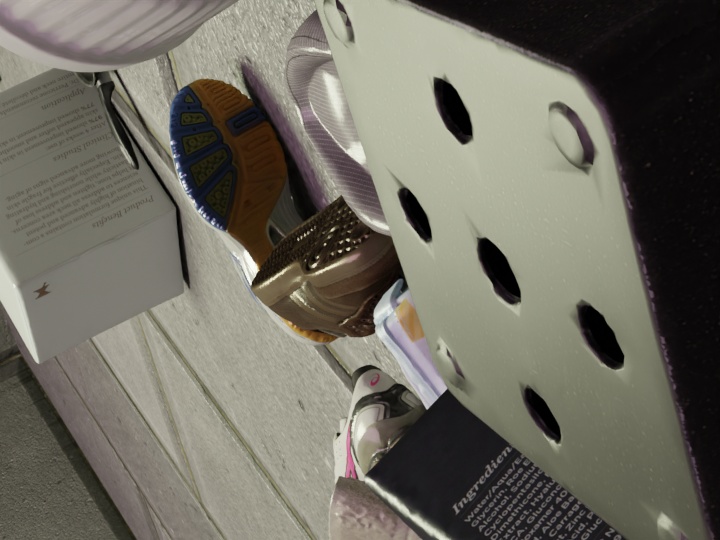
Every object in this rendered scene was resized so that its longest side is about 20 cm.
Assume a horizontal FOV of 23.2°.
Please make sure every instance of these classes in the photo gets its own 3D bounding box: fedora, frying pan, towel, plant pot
[{"bbox_3d":[0.025,-0.078,0.772,0.200,0.090,0.177,38,151,57],"label":"fedora"},{"bbox_3d":[-0.239,-0.190,1.548,0.190,0.031,0.115,52,162,22],"label":"frying pan"},{"bbox_3d":[0.045,0.199,1.152,0.132,0.035,0.200,13,147,7],"label":"towel"},{"bbox_3d":[0.106,-0.038,0.423,0.200,0.177,0.200,36,150,56],"label":"plant pot"}]

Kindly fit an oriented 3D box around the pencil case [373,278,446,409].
[{"bbox_3d":[0.085,0.084,0.854,0.200,0.091,0.083,61,165,7],"label":"pencil case"}]

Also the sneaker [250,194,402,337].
[{"bbox_3d":[0.000,0.000,1.068,0.075,0.071,0.200,36,163,-14],"label":"sneaker"}]

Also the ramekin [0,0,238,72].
[{"bbox_3d":[-0.115,-0.202,0.830,0.105,0.200,0.200,-10,108,47],"label":"ramekin"}]

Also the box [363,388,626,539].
[{"bbox_3d":[0.134,0.115,0.592,0.197,0.117,0.200,46,171,-22],"label":"box"}]

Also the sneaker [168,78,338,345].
[{"bbox_3d":[-0.077,-0.034,1.206,0.200,0.075,0.088,62,165,3],"label":"sneaker"}]

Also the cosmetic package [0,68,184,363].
[{"bbox_3d":[-0.289,-0.056,1.677,0.200,0.167,0.166,56,163,23],"label":"cosmetic package"}]

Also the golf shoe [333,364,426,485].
[{"bbox_3d":[0.019,0.143,1.214,0.092,0.072,0.200,59,156,31],"label":"golf shoe"}]
